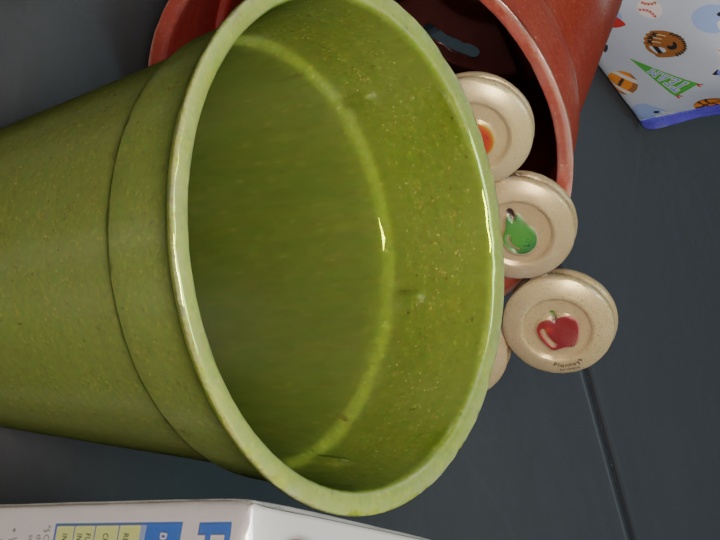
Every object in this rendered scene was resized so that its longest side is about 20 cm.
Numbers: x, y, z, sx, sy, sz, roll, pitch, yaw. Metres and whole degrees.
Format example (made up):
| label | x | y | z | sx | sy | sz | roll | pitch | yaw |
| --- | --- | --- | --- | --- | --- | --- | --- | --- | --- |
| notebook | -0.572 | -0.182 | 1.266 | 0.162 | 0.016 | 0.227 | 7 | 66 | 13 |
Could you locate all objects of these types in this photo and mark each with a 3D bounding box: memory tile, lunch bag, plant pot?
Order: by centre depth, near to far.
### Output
| label | x | y | z | sx | sy | sz | roll | pitch | yaw |
| --- | --- | --- | --- | --- | --- | --- | --- | --- | --- |
| plant pot | -0.075 | -0.002 | 0.860 | 0.200 | 0.189 | 0.201 | 11 | 76 | -51 |
| memory tile | 0.000 | 0.000 | 0.958 | 0.017 | 0.199 | 0.154 | -72 | 142 | -58 |
| plant pot | 0.031 | -0.110 | 1.031 | 0.201 | 0.200 | 0.195 | 65 | 33 | -23 |
| lunch bag | 0.225 | -0.185 | 1.275 | 0.170 | 0.199 | 0.124 | 43 | 53 | -40 |

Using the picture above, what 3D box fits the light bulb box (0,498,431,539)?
| label | x | y | z | sx | sy | sz | roll | pitch | yaw |
| --- | --- | --- | --- | --- | --- | --- | --- | --- | --- |
| light bulb box | -0.084 | 0.191 | 0.814 | 0.125 | 0.199 | 0.199 | 19 | 70 | -50 |
